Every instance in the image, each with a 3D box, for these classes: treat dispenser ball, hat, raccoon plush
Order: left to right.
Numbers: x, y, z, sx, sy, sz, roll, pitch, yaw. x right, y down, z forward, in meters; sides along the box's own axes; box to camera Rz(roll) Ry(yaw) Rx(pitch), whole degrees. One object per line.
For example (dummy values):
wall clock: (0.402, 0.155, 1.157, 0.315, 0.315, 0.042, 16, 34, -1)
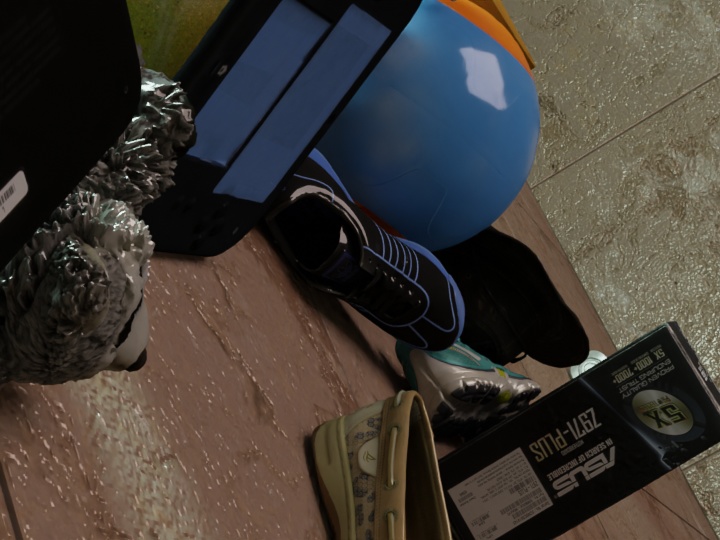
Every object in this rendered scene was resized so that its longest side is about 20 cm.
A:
raccoon plush: (-0.147, -0.041, 0.476, 0.199, 0.097, 0.134, 34, 29, -10)
treat dispenser ball: (0.038, -0.114, 1.047, 0.202, 0.200, 0.201, 55, 13, -19)
hat: (0.095, 0.032, 1.162, 0.200, 0.081, 0.201, 42, -17, 15)

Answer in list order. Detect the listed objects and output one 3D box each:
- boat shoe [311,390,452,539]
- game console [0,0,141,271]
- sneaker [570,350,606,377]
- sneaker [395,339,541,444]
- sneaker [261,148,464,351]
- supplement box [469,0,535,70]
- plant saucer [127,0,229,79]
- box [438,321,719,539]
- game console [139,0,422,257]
boat shoe: (0.026, 0.148, 0.704, 0.073, 0.062, 0.201, 46, 18, -48)
game console: (-0.164, -0.071, 0.360, 0.201, 0.115, 0.177, -58, 151, -43)
sneaker: (0.369, 0.209, 1.949, 0.081, 0.076, 0.201, 58, 9, -56)
sneaker: (0.085, 0.085, 1.082, 0.080, 0.077, 0.200, 55, 9, 24)
sneaker: (0.000, 0.000, 0.937, 0.200, 0.070, 0.078, 42, 23, -23)
supplement box: (0.016, -0.229, 1.230, 0.133, 0.199, 0.198, 46, 18, -46)
plant saucer: (-0.105, -0.207, 0.746, 0.200, 0.048, 0.200, 48, 42, 8)
box: (0.161, 0.124, 0.984, 0.087, 0.199, 0.164, 59, 11, 9)
game console: (-0.044, -0.091, 0.682, 0.031, 0.201, 0.177, 39, 9, 9)
